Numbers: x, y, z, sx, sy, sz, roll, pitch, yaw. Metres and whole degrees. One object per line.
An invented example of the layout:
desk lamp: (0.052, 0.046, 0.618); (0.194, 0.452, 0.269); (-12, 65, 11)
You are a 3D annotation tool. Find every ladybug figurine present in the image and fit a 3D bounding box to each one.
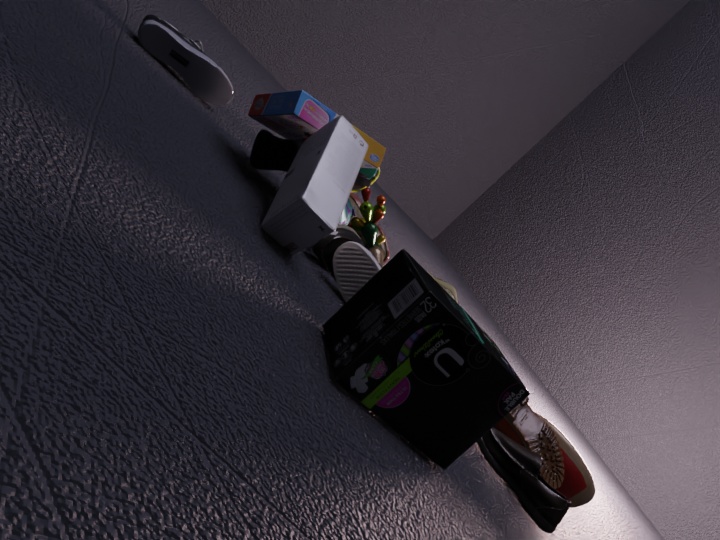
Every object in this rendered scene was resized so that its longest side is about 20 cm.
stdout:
ladybug figurine: (0.340, 0.348, 1.063); (0.201, 0.071, 0.136); (54, -25, 6)

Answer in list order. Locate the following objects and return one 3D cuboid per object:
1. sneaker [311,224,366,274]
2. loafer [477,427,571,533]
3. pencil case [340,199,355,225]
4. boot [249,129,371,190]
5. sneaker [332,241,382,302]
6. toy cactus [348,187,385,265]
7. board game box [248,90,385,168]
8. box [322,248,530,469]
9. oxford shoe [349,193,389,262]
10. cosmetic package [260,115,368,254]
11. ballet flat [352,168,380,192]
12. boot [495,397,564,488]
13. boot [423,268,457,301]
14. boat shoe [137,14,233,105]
sneaker: (0.000, 0.000, 0.978); (0.107, 0.075, 0.200); (53, 10, 35)
loafer: (0.259, 0.312, 0.936); (0.201, 0.071, 0.073); (52, 11, 17)
pencil case: (-0.067, -0.104, 1.053); (0.200, 0.084, 0.094); (-35, 112, -79)
boot: (-0.094, -0.189, 1.065); (0.172, 0.070, 0.199); (14, 9, -42)
sneaker: (0.026, 0.045, 0.929); (0.202, 0.078, 0.079); (60, 15, 0)
toy cactus: (0.014, -0.065, 1.217); (0.201, 0.100, 0.168); (105, -19, -65)
board game box: (-0.074, -0.241, 1.015); (0.199, 0.041, 0.152); (25, -6, -41)
box: (0.076, 0.107, 0.707); (0.200, 0.148, 0.125); (44, 10, -25)
oxford shoe: (-0.006, -0.095, 1.387); (0.074, 0.071, 0.201); (-12, 59, -47)
cosmetic package: (-0.065, -0.131, 0.875); (0.074, 0.101, 0.202); (42, 44, -24)
ballet flat: (-0.047, -0.179, 1.170); (0.067, 0.197, 0.068); (38, 48, -63)
boot: (0.269, 0.288, 1.013); (0.074, 0.107, 0.202); (-26, 80, -40)
boot: (0.138, 0.080, 1.203); (0.198, 0.073, 0.157); (24, 37, -32)
boat shoe: (-0.319, -0.390, 1.083); (0.198, 0.073, 0.069); (31, 32, -32)
